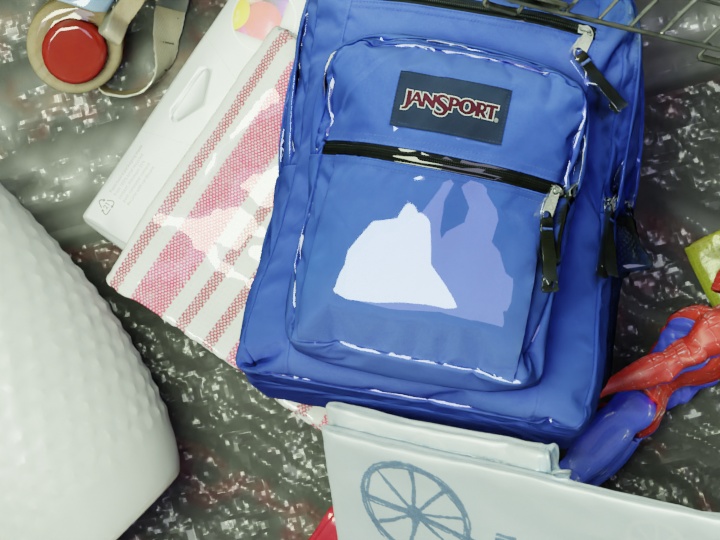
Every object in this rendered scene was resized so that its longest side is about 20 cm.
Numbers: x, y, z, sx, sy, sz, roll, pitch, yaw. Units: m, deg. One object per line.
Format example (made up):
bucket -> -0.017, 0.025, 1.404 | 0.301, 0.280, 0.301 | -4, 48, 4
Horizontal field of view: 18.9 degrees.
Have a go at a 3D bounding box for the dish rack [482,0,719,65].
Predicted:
dish rack -> 0.107, -0.159, 0.852 | 0.055, 0.199, 0.154 | -39, 53, 45

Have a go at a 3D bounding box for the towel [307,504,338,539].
towel -> 0.025, 0.219, 1.015 | 0.200, 0.022, 0.145 | 38, 107, 6

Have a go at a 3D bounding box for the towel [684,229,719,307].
towel -> 0.231, 0.060, 0.996 | 0.086, 0.018, 0.201 | -27, 87, 7

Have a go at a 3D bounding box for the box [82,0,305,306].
box -> -0.007, -0.030, 1.019 | 0.200, 0.041, 0.156 | 35, 95, 5

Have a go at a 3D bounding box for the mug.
mug -> -0.188, 0.072, 1.008 | 0.175, 0.148, 0.200 | 47, 127, -2

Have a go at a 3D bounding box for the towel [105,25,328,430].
towel -> 0.000, 0.000, 0.983 | 0.200, 0.030, 0.147 | 35, 94, 7

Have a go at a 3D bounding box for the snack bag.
snack bag -> 0.082, 0.146, 0.909 | 0.199, 0.021, 0.189 | 10, 130, 24

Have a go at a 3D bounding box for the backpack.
backpack -> 0.044, -0.041, 0.887 | 0.161, 0.168, 0.201 | 11, 80, 1

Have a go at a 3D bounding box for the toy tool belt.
toy tool belt -> -0.115, -0.167, 0.970 | 0.124, 0.123, 0.201 | 14, 105, -7

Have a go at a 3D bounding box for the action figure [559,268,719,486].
action figure -> 0.117, 0.068, 0.981 | 0.200, 0.065, 0.052 | -46, 66, 0
